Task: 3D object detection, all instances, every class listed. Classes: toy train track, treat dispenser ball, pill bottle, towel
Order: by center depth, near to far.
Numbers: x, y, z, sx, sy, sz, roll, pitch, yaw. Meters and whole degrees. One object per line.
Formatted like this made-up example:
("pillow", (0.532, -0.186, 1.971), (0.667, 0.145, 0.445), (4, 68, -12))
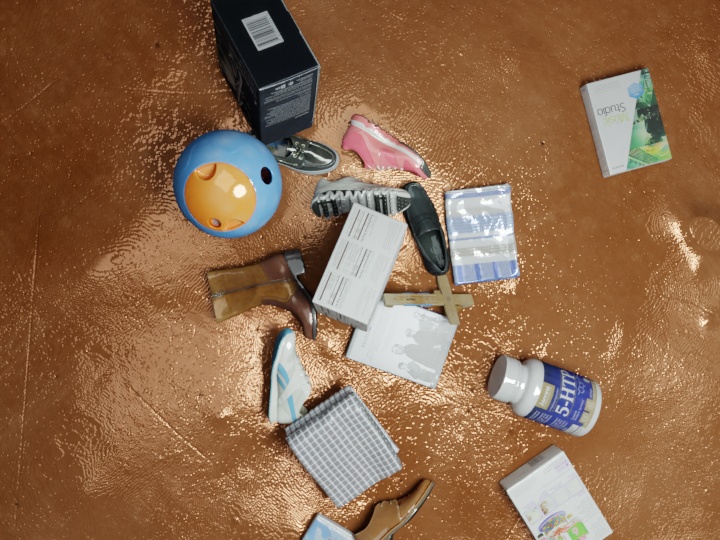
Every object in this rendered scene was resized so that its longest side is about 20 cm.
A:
("treat dispenser ball", (-0.248, -0.161, 1.162), (0.200, 0.201, 0.202), (0, 89, -5))
("towel", (-0.029, 0.350, 1.215), (0.165, 0.086, 0.200), (-36, 106, -4))
("pill bottle", (0.366, 0.246, 1.251), (0.199, 0.120, 0.120), (20, 88, -4))
("toy train track", (0.135, 0.065, 1.260), (0.199, 0.033, 0.115), (2, 59, -22))
("towel", (0.254, -0.076, 1.289), (0.146, 0.024, 0.201), (-6, 89, -7))

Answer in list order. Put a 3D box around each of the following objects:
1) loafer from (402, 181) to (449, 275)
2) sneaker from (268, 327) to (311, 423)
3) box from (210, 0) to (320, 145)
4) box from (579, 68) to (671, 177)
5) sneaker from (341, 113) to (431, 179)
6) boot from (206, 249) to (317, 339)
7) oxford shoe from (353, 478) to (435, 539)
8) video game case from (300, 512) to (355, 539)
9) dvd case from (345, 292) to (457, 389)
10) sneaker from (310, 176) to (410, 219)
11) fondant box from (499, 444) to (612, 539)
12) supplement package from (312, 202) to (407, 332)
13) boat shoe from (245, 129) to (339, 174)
("loafer", (0.136, -0.087, 1.259), (0.068, 0.070, 0.202), (-19, 90, -4))
("sneaker", (-0.137, 0.207, 1.223), (0.080, 0.077, 0.201), (3, 110, -7))
("box", (-0.175, -0.376, 1.147), (0.123, 0.197, 0.201), (-26, 78, -13))
("box", (0.562, -0.312, 1.314), (0.144, 0.036, 0.201), (-16, 92, -4))
("sneaker", (0.050, -0.232, 1.264), (0.200, 0.074, 0.087), (34, 100, 0))
("boot", (-0.193, 0.069, 1.233), (0.199, 0.068, 0.189), (-16, 93, -3))
("oxford shoe", (0.069, 0.486, 1.252), (0.200, 0.071, 0.071), (-41, 67, -13))
("video game case", (-0.051, 0.622, 1.261), (0.199, 0.022, 0.183), (32, 87, -4))
("dvd case", (0.085, 0.140, 1.276), (0.199, 0.025, 0.151), (20, 88, -4))
("sneaker", (0.001, -0.154, 1.241), (0.199, 0.075, 0.081), (1, 51, 1))
("fondant box", (0.402, 0.488, 1.282), (0.144, 0.058, 0.201), (-32, 91, -4))
("supplement package", (0.000, 0.000, 1.188), (0.110, 0.156, 0.201), (22, 80, 4))
("boat shoe", (-0.141, -0.238, 1.244), (0.199, 0.057, 0.069), (11, 88, -4))
